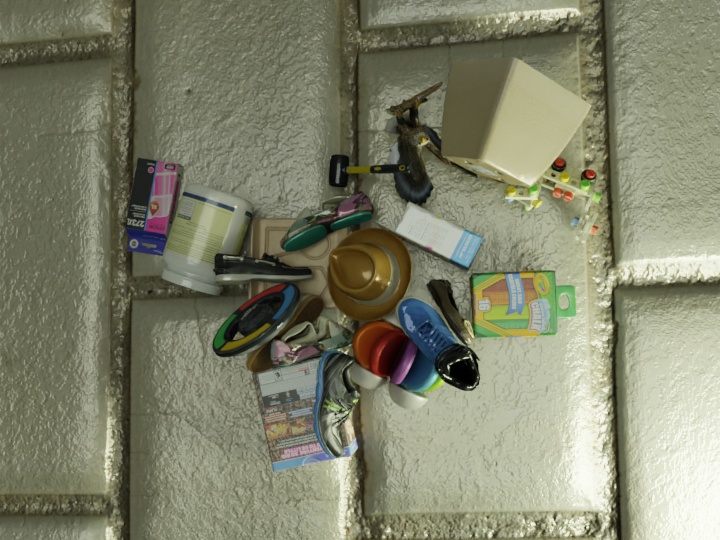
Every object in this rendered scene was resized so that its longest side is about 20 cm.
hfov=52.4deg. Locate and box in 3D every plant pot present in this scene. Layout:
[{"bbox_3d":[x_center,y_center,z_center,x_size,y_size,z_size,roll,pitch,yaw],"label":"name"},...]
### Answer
[{"bbox_3d":[0.265,-0.264,1.358,0.200,0.200,0.177,20,92,-29],"label":"plant pot"}]

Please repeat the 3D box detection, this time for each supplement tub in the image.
[{"bbox_3d":[-0.313,-0.063,1.483,0.145,0.145,0.200,18,89,8],"label":"supplement tub"}]

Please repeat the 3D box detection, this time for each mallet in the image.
[{"bbox_3d":[0.015,-0.191,1.460,0.200,0.041,0.066,13,95,38],"label":"mallet"}]

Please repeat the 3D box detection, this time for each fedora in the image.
[{"bbox_3d":[0.000,0.000,1.408,0.200,0.082,0.201,-10,71,31],"label":"fedora"}]

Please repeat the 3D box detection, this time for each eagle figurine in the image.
[{"bbox_3d":[0.124,-0.244,1.448,0.152,0.151,0.200,-18,105,34],"label":"eagle figurine"}]

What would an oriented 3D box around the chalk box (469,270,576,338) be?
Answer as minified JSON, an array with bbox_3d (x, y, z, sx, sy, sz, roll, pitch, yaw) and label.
[{"bbox_3d":[0.313,0.064,1.401,0.200,0.124,0.125,-4,87,7],"label":"chalk box"}]

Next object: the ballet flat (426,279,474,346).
[{"bbox_3d":[0.177,0.073,1.399,0.046,0.200,0.067,-28,121,2],"label":"ballet flat"}]

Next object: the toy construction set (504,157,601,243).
[{"bbox_3d":[0.386,-0.145,1.421,0.200,0.092,0.131,31,66,1],"label":"toy construction set"}]

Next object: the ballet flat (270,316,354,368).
[{"bbox_3d":[-0.090,0.130,1.426,0.069,0.200,0.071,16,115,48],"label":"ballet flat"}]

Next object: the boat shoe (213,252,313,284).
[{"bbox_3d":[-0.190,-0.005,1.440,0.200,0.074,0.060,-1,81,-19],"label":"boat shoe"}]

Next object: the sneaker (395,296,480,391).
[{"bbox_3d":[0.142,0.131,1.302,0.077,0.111,0.200,-36,96,-6],"label":"sneaker"}]

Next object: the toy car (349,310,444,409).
[{"bbox_3d":[0.076,0.167,1.413,0.200,0.150,0.175,26,90,8],"label":"toy car"}]

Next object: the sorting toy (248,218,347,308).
[{"bbox_3d":[-0.129,-0.015,1.514,0.200,0.036,0.186,1,87,3],"label":"sorting toy"}]

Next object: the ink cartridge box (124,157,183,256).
[{"bbox_3d":[-0.444,-0.135,1.562,0.095,0.037,0.200,9,90,8],"label":"ink cartridge box"}]

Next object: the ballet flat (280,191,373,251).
[{"bbox_3d":[-0.073,-0.103,1.464,0.200,0.069,0.071,-23,67,-3],"label":"ballet flat"}]

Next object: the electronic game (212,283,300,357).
[{"bbox_3d":[-0.200,0.093,1.401,0.200,0.200,0.042,-34,112,4],"label":"electronic game"}]

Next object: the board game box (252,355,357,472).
[{"bbox_3d":[-0.109,0.280,1.457,0.159,0.097,0.200,-13,85,7],"label":"board game box"}]

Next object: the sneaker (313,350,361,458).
[{"bbox_3d":[-0.041,0.251,1.365,0.083,0.071,0.200,0,83,13],"label":"sneaker"}]

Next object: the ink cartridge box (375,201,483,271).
[{"bbox_3d":[0.136,-0.074,1.438,0.200,0.115,0.068,27,90,8],"label":"ink cartridge box"}]

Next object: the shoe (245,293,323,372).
[{"bbox_3d":[-0.155,0.120,1.439,0.053,0.070,0.200,27,64,41],"label":"shoe"}]
